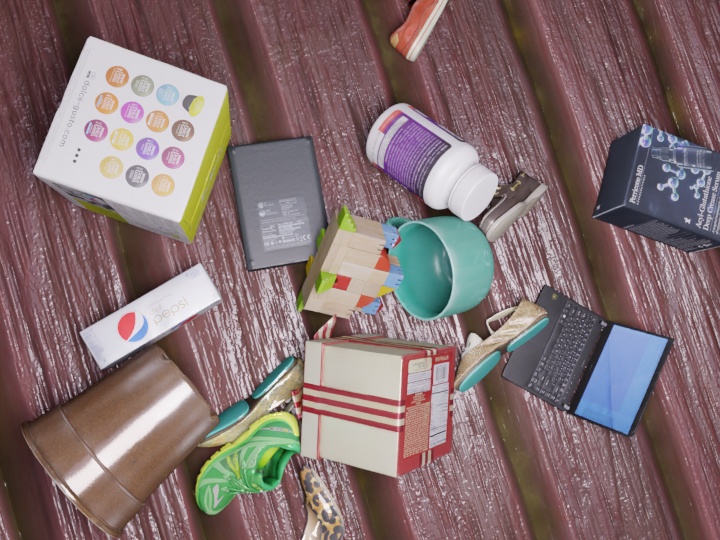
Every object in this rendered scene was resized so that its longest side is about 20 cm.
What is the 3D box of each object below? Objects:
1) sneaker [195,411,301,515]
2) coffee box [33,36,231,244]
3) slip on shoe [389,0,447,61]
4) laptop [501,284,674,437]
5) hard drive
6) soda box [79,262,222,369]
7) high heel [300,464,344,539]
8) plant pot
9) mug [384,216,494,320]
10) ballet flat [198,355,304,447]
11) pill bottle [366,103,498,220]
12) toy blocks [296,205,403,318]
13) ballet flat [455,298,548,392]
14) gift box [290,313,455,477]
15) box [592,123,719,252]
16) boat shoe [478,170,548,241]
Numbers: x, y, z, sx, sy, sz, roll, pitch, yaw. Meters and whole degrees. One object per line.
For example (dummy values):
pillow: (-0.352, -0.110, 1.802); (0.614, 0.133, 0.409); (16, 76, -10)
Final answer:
sneaker: (-0.164, 0.289, 0.952); (0.200, 0.084, 0.074); (-45, 134, 11)
coffee box: (-0.309, -0.173, 0.952); (0.196, 0.200, 0.201); (19, 81, -7)
slip on shoe: (0.113, -0.455, 1.126); (0.061, 0.074, 0.201); (29, 84, -2)
laptop: (0.366, 0.142, 1.074); (0.199, 0.103, 0.178); (30, 79, -5)
hard drive: (-0.128, -0.108, 1.059); (0.138, 0.033, 0.202); (-9, 85, -10)
soda box: (-0.308, 0.068, 0.989); (0.199, 0.068, 0.064); (-31, 89, -11)
high heel: (-0.092, 0.403, 0.978); (0.142, 0.071, 0.201); (-23, 96, -18)
plant pot: (-0.316, 0.219, 0.913); (0.198, 0.200, 0.201); (-41, 91, -19)
mug: (0.128, -0.022, 1.031); (0.114, 0.152, 0.186); (-10, 76, -35)
ballet flat: (-0.155, 0.215, 1.001); (0.200, 0.071, 0.071); (-40, 90, -12)
pill bottle: (0.112, -0.166, 1.027); (0.111, 0.112, 0.200); (-43, 61, -12)
toy blocks: (0.000, 0.000, 1.003); (0.136, 0.100, 0.201); (13, 123, -19)
ballet flat: (0.216, 0.117, 1.080); (0.199, 0.071, 0.065); (-35, 61, -12)
gift box: (0.023, 0.168, 0.954); (0.186, 0.184, 0.202); (2, 86, 34)
box: (0.527, -0.137, 1.134); (0.199, 0.107, 0.150); (18, 81, -6)
boat shoe: (0.237, -0.108, 1.069); (0.059, 0.072, 0.200); (42, 44, 13)
